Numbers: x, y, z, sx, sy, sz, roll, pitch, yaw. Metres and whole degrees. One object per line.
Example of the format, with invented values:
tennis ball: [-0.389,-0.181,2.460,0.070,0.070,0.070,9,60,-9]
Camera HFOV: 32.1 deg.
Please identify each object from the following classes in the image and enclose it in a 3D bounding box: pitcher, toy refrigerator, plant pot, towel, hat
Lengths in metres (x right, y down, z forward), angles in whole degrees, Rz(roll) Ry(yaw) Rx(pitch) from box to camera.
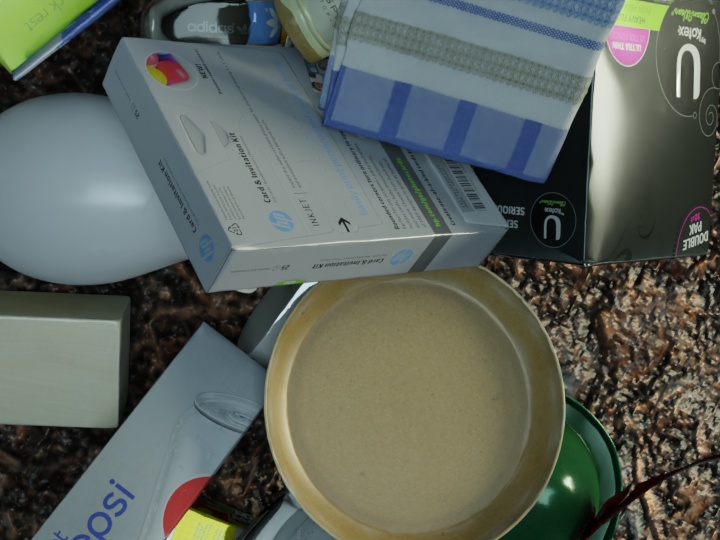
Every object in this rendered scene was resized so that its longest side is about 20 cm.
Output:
pitcher: [-0.140,-0.066,0.802,0.199,0.172,0.122,4,133,22]
toy refrigerator: [-0.258,0.056,0.839,0.198,0.070,0.077,2,103,-4]
plant pot: [0.035,0.086,0.810,0.198,0.027,0.202,2,80,-10]
towel: [0.064,-0.146,0.664,0.146,0.024,0.201,15,127,-3]
hat: [0.121,0.166,0.827,0.165,0.176,0.201,21,95,-7]

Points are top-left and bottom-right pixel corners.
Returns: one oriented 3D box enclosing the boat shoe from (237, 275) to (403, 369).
boat shoe: [0.000,0.000,0.855,0.068,0.072,0.200,37,90,-23]

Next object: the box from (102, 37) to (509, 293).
box: [-0.029,-0.065,0.725,0.041,0.199,0.156,-54,55,38]

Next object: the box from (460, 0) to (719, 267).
box: [0.140,-0.110,0.794,0.148,0.124,0.202,-4,99,-45]

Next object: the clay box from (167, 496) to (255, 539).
clay box: [-0.096,0.230,0.874,0.199,0.048,0.116,24,92,-8]

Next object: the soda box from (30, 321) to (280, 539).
soda box: [-0.138,0.134,0.805,0.068,0.063,0.200,38,69,-2]

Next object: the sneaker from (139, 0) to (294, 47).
sneaker: [-0.044,-0.157,0.819,0.198,0.090,0.076,-7,97,-4]

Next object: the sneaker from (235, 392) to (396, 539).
sneaker: [0.011,0.162,0.846,0.115,0.075,0.200,44,69,0]

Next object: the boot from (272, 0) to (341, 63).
boot: [0.029,-0.223,0.749,0.154,0.201,0.072,-19,136,23]

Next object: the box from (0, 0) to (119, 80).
box: [-0.171,-0.178,0.749,0.122,0.200,0.048,-40,109,1]
